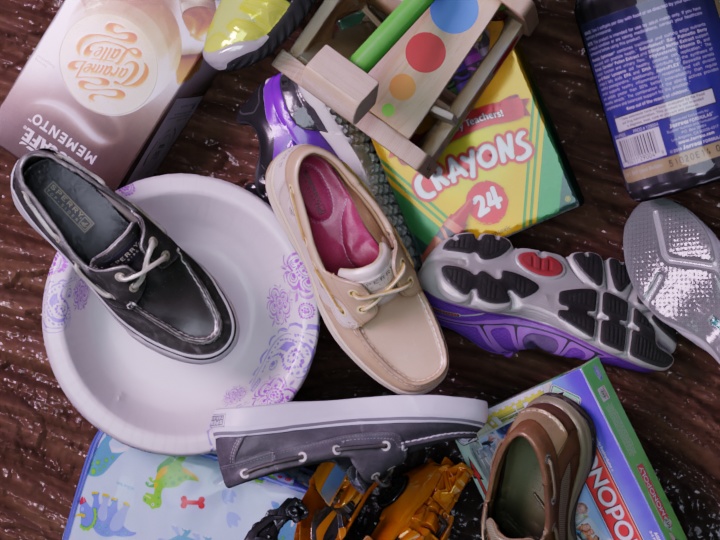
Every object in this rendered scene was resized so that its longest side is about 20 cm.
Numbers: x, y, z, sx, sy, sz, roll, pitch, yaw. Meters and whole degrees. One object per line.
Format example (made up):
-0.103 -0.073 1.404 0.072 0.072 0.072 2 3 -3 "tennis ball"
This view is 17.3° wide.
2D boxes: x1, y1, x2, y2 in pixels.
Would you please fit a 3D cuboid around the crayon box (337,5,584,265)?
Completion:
0.069 -0.116 1.737 0.126 0.051 0.201 -23 89 11 "crayon box"

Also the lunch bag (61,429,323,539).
-0.121 0.204 1.779 0.199 0.082 0.162 24 100 9 "lunch bag"

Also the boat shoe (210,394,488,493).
-0.006 0.124 1.659 0.198 0.070 0.067 -2 84 -17 "boat shoe"

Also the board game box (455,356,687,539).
0.161 0.178 1.722 0.134 0.029 0.201 -27 88 39 "board game box"

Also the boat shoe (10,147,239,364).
-0.165 -0.007 1.635 0.200 0.064 0.071 40 82 -5 "boat shoe"

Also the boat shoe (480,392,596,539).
0.114 0.186 1.693 0.075 0.074 0.202 18 115 31 "boat shoe"

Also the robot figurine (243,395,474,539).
-0.004 0.198 1.703 0.145 0.058 0.201 44 60 -22 "robot figurine"

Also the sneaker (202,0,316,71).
-0.057 -0.226 1.597 0.076 0.075 0.201 38 74 -33 "sneaker"

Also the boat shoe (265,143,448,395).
0.000 0.000 1.660 0.073 0.069 0.201 -35 93 -13 "boat shoe"

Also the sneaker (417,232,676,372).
0.135 0.030 1.727 0.198 0.084 0.081 18 54 -6 "sneaker"

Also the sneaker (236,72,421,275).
-0.030 -0.052 1.755 0.099 0.070 0.201 -26 85 18 "sneaker"

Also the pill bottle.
0.216 -0.158 1.676 0.111 0.112 0.202 -16 91 11 "pill bottle"

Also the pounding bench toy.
0.036 -0.166 1.607 0.124 0.200 0.156 36 93 5 "pounding bench toy"

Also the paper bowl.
-0.133 0.033 1.722 0.199 0.104 0.203 0 88 -9 "paper bowl"

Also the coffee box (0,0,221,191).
-0.175 -0.153 1.763 0.114 0.080 0.201 34 99 7 "coffee box"

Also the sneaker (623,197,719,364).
0.263 0.031 1.706 0.070 0.080 0.201 -45 66 16 "sneaker"
